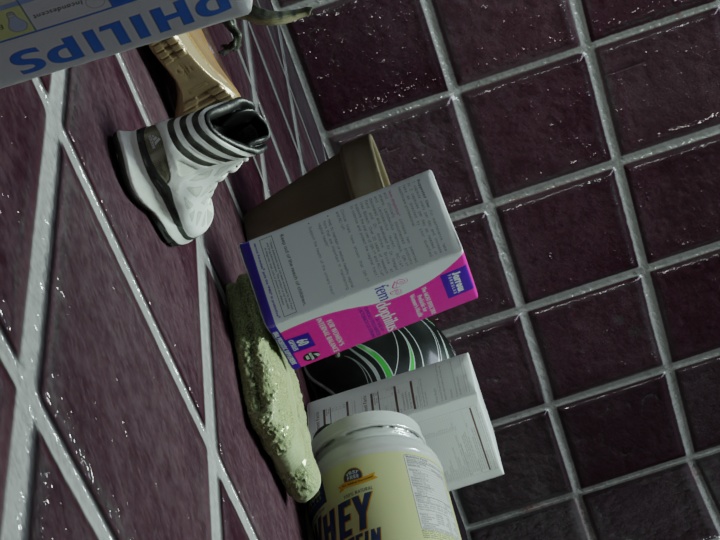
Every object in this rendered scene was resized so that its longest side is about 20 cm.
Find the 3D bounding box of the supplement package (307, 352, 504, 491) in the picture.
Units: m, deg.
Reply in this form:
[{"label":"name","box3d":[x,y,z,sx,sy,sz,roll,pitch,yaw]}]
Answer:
[{"label":"supplement package","box3d":[0.049,0.191,1.853,0.110,0.199,0.114,-96,168,-68]}]

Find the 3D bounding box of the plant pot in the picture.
[{"label":"plant pot","box3d":[-0.037,-0.039,1.882,0.200,0.173,0.201,-17,90,-86]}]

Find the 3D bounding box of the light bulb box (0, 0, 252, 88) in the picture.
[{"label":"light bulb box","box3d":[-0.162,-0.166,0.567,0.200,0.197,0.125,67,9,-62]}]

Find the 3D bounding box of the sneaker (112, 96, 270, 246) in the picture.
[{"label":"sneaker","box3d":[-0.121,-0.080,1.330,0.201,0.115,0.076,57,15,-76]}]

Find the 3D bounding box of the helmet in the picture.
[{"label":"helmet","box3d":[0.030,0.149,2.009,0.191,0.200,0.200,55,-2,22]}]

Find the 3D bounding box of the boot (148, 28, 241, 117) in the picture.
[{"label":"boot","box3d":[-0.168,-0.224,1.622,0.167,0.072,0.200,-101,169,-45]}]

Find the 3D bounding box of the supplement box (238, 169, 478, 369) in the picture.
[{"label":"supplement box","box3d":[0.000,0.000,1.559,0.101,0.199,0.104,63,5,-59]}]

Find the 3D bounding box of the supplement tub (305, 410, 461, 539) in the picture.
[{"label":"supplement tub","box3d":[0.024,0.256,1.615,0.145,0.144,0.201,67,6,-51]}]

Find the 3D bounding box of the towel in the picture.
[{"label":"towel","box3d":[-0.085,0.111,1.562,0.201,0.036,0.149,-104,173,-46]}]

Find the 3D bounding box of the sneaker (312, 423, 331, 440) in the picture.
[{"label":"sneaker","box3d":[-0.002,0.262,1.744,0.089,0.074,0.201,-36,108,-88]}]

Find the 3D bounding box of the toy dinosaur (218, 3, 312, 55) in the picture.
[{"label":"toy dinosaur","box3d":[-0.155,-0.273,1.701,0.048,0.199,0.088,-60,172,-55]}]
